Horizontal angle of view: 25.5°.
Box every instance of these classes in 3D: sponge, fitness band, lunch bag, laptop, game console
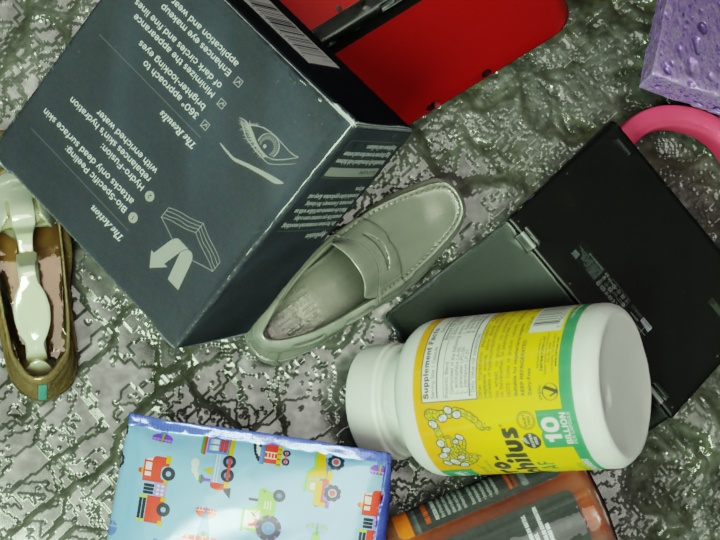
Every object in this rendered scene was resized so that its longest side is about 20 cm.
[{"bbox_3d":[0.324,-0.163,1.251,0.198,0.030,0.112,19,63,-7],"label":"sponge"},{"bbox_3d":[0.238,-0.028,1.237,0.142,0.037,0.202,14,83,-10],"label":"fitness band"},{"bbox_3d":[-0.068,0.189,1.096,0.198,0.094,0.152,7,82,16],"label":"lunch bag"},{"bbox_3d":[0.163,0.031,1.198,0.200,0.116,0.188,-42,94,-26],"label":"laptop"},{"bbox_3d":[0.028,-0.216,1.171,0.199,0.119,0.173,-31,80,4],"label":"game console"}]

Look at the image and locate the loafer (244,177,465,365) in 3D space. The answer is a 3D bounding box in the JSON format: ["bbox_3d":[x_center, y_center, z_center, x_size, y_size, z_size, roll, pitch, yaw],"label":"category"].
[{"bbox_3d":[0.000,0.000,1.174,0.200,0.070,0.070,-40,91,-11],"label":"loafer"}]

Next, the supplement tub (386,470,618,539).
[{"bbox_3d":[0.081,0.209,1.140,0.198,0.107,0.108,-21,87,-2],"label":"supplement tub"}]

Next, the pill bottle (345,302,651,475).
[{"bbox_3d":[0.094,0.087,1.119,0.198,0.112,0.114,-6,83,30],"label":"pill bottle"}]

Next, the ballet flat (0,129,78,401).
[{"bbox_3d":[-0.238,-0.007,1.135,0.067,0.072,0.202,-5,84,-10],"label":"ballet flat"}]

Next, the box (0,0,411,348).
[{"bbox_3d":[-0.109,-0.088,1.084,0.197,0.117,0.200,45,107,14],"label":"box"}]
